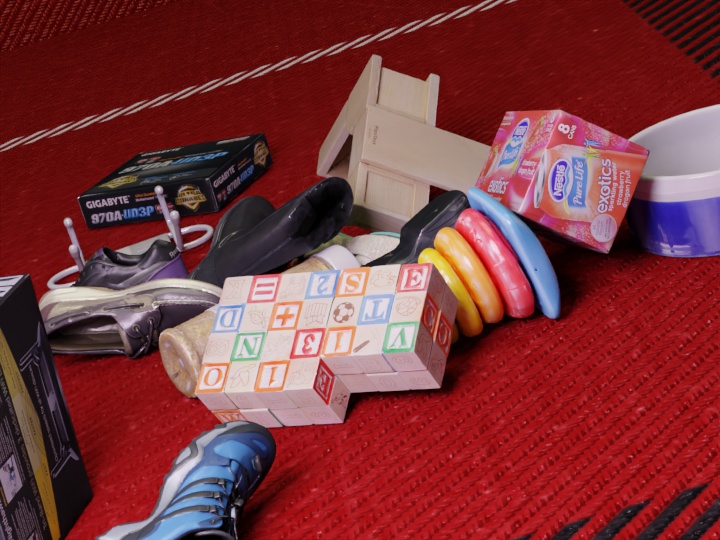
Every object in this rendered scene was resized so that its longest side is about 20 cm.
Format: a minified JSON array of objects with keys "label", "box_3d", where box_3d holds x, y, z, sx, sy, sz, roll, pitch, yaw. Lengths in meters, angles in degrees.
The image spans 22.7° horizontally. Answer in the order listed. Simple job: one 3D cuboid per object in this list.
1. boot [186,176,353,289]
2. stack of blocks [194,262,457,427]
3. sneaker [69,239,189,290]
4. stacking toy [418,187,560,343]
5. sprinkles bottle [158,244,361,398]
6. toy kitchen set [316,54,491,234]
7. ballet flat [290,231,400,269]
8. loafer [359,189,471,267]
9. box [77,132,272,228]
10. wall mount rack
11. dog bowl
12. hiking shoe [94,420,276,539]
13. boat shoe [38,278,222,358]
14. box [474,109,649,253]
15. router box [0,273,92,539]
[{"label":"boot","box_3d":[-0.079,-0.047,1.770,0.200,0.065,0.166,-36,21,47]},{"label":"stack of blocks","box_3d":[-0.028,0.063,1.486,0.198,0.059,0.116,-5,54,27]},{"label":"sneaker","box_3d":[-0.272,0.021,1.840,0.198,0.088,0.076,-16,19,1]},{"label":"stacking toy","box_3d":[0.063,0.029,1.555,0.199,0.117,0.110,-33,24,-6]},{"label":"sprinkles bottle","box_3d":[-0.087,0.045,1.649,0.199,0.069,0.068,-27,21,-28]},{"label":"toy kitchen set","box_3d":[0.049,-0.081,1.920,0.162,0.181,0.202,17,53,-13]},{"label":"ballet flat","box_3d":[0.000,0.000,1.742,0.063,0.067,0.199,-53,28,-18]},{"label":"loafer","box_3d":[0.037,0.017,1.624,0.200,0.072,0.073,-41,15,-5]},{"label":"box","box_3d":[-0.230,-0.112,2.243,0.198,0.046,0.159,-7,21,28]},{"label":"wall mount rack","box_3d":[-0.263,-0.034,2.008,0.198,0.075,0.174,-20,19,-8]},{"label":"dog bowl","box_3d":[0.336,-0.087,1.652,0.198,0.080,0.200,-15,19,5]},{"label":"hiking shoe","box_3d":[-0.111,0.185,1.293,0.086,0.075,0.200,8,40,36]},{"label":"boat shoe","box_3d":[-0.222,0.053,1.750,0.198,0.072,0.065,-1,45,7]},{"label":"box","box_3d":[0.177,-0.084,1.639,0.095,0.101,0.200,23,1,-10]},{"label":"router box","box_3d":[-0.278,0.126,1.377,0.052,0.202,0.157,-7,20,15]}]
